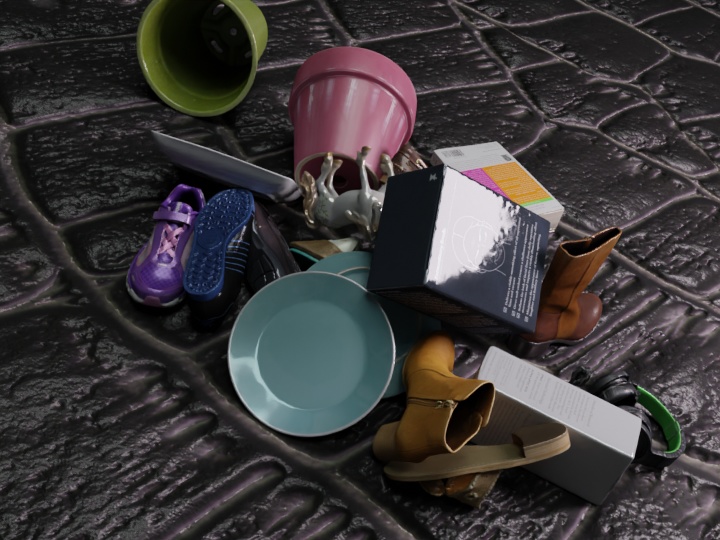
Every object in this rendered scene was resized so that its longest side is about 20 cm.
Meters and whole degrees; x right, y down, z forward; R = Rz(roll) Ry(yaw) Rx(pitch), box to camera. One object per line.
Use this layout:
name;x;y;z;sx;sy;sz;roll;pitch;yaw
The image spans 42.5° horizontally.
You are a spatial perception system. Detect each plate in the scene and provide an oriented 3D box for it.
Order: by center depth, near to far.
plate;-0.058;0.098;1.094;0.198;0.026;0.202;-1;70;2
plate;0.008;0.061;1.157;0.198;0.026;0.202;6;62;-11
plate;-0.183;-0.136;1.290;0.198;0.033;0.200;19;-1;0

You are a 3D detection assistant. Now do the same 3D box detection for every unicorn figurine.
unicorn figurine;-0.006;-0.094;1.234;0.073;0.199;0.139;14;75;-34

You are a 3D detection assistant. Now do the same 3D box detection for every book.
book;0.219;-0.136;1.512;0.133;0.048;0.201;-10;47;-27

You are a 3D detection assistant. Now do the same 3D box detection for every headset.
headset;0.332;0.174;1.165;0.198;0.094;0.124;18;38;-20

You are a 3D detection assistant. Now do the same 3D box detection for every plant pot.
plant pot;-0.021;-0.201;1.388;0.198;0.201;0.180;14;55;-6
plant pot;-0.235;-0.376;1.510;0.198;0.201;0.190;21;28;2

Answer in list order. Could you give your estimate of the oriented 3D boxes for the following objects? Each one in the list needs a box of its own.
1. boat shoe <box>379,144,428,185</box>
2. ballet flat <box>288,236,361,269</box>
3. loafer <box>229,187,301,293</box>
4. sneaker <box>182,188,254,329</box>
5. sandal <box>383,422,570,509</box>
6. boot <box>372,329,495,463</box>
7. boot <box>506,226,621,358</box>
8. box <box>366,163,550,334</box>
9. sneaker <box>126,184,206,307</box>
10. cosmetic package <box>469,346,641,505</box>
boat shoe;0.118;-0.108;1.355;0.199;0.071;0.070;35;-6;-33
ballet flat;0.000;0.000;1.240;0.199;0.068;0.073;32;76;14
loafer;-0.132;-0.031;1.243;0.063;0.072;0.201;10;37;-41
sneaker;-0.178;-0.017;1.177;0.069;0.078;0.201;6;47;9
sandal;0.136;0.233;1.036;0.210;0.070;0.078;-14;11;3
boot;0.103;0.137;1.057;0.071;0.144;0.202;46;52;-18
boot;0.294;0.014;1.247;0.187;0.201;0.069;-12;49;-32
box;0.123;-0.019;1.132;0.199;0.107;0.150;23;72;-37
sneaker;-0.242;-0.039;1.182;0.080;0.089;0.201;17;41;-5
cosmetic package;0.220;0.184;1.104;0.199;0.102;0.074;26;41;6
